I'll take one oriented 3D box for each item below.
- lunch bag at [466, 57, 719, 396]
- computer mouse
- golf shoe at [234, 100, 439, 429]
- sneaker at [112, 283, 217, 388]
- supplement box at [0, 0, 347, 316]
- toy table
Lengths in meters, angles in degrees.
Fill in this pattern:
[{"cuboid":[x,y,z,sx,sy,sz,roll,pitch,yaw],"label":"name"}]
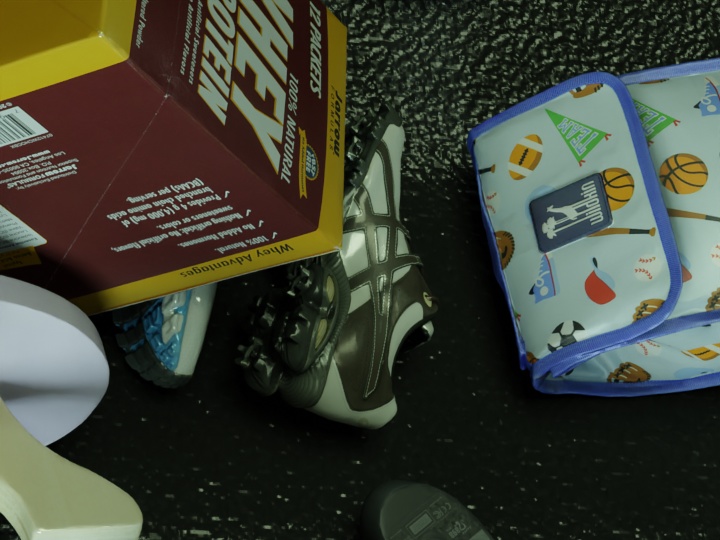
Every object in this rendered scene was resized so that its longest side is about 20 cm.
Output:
[{"cuboid":[0.172,-0.024,1.175,0.200,0.124,0.170,-9,63,-7],"label":"lunch bag"},{"cuboid":[0.068,0.191,1.056,0.059,0.034,0.200,-32,81,-32],"label":"computer mouse"},{"cuboid":[0.000,0.000,1.129,0.094,0.078,0.200,33,53,-21],"label":"golf shoe"},{"cuboid":[-0.080,-0.029,1.110,0.087,0.075,0.200,19,60,-31],"label":"sneaker"},{"cuboid":[-0.139,-0.087,0.983,0.200,0.197,0.133,42,41,-50],"label":"supplement box"},{"cuboid":[-0.204,0.084,0.938,0.200,0.184,0.117,-9,46,-15],"label":"toy table"}]
